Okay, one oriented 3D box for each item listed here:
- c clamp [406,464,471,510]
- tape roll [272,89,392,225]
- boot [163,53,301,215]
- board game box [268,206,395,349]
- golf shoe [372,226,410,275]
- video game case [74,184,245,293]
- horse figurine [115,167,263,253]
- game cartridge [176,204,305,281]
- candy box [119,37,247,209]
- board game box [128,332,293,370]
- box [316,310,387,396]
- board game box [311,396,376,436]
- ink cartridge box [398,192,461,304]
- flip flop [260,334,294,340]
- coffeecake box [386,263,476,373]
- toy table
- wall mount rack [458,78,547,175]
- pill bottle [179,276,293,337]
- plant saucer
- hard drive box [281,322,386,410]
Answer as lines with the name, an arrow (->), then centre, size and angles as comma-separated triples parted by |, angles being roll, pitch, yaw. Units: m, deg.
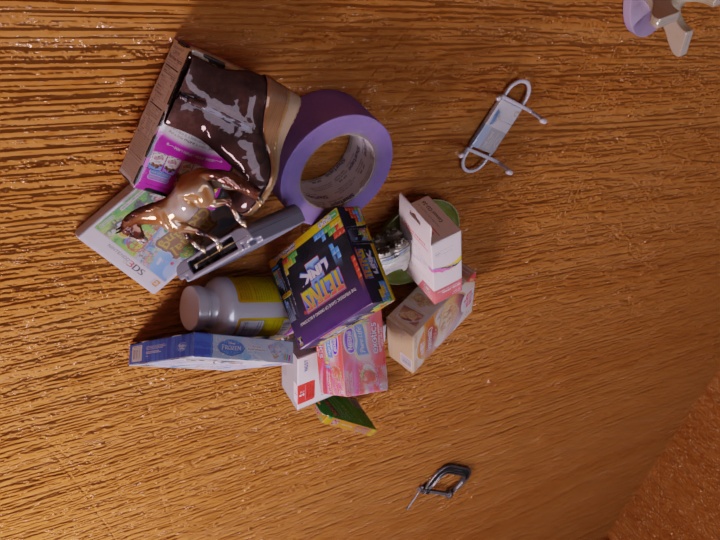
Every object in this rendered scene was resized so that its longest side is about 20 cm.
c clamp -> 0.238, 0.634, 2.300 | 0.200, 0.027, 0.171 | 17, 110, -45
tape roll -> -0.054, -0.177, 1.237 | 0.200, 0.085, 0.200 | -22, 138, -22
boot -> -0.185, -0.178, 1.050 | 0.166, 0.072, 0.200 | 11, 115, -31
board game box -> -0.052, 0.015, 1.267 | 0.057, 0.166, 0.200 | -5, 158, -44
golf shoe -> 0.000, 0.000, 1.431 | 0.199, 0.078, 0.097 | -18, 136, -1
video game case -> -0.297, -0.072, 1.192 | 0.200, 0.022, 0.182 | -40, 141, 0
horse figurine -> -0.221, -0.085, 1.061 | 0.132, 0.050, 0.200 | 33, 129, -32
game cartridge -> -0.181, -0.043, 1.201 | 0.200, 0.041, 0.133 | -24, -179, 42
candy box -> -0.227, -0.197, 1.077 | 0.136, 0.061, 0.200 | 15, 108, -45
board game box -> -0.252, 0.140, 1.319 | 0.200, 0.044, 0.199 | -12, 163, 44
box -> -0.020, 0.127, 1.450 | 0.094, 0.103, 0.201 | -4, 89, -32
board game box -> -0.049, 0.301, 1.690 | 0.030, 0.096, 0.200 | -46, 141, 9
ink cartridge box -> 0.129, -0.051, 1.430 | 0.067, 0.117, 0.200 | -26, 139, -15
flip flop -> -0.163, 0.112, 1.446 | 0.200, 0.058, 0.081 | -10, 133, -33
coffeecake box -> 0.146, 0.090, 1.606 | 0.200, 0.073, 0.154 | -43, 152, -23
toy table -> 0.559, -0.494, 1.399 | 0.184, 0.117, 0.200 | -31, 142, -10
wall mount rack -> 0.245, -0.253, 1.411 | 0.173, 0.075, 0.200 | 11, 119, -44
pill bottle -> -0.201, 0.062, 1.333 | 0.200, 0.104, 0.104 | 1, 126, -39
plant saucer -> 0.102, -0.060, 1.516 | 0.200, 0.031, 0.200 | -22, 137, -22
hard drive box -> -0.056, 0.173, 1.578 | 0.200, 0.077, 0.156 | -19, 136, -23
